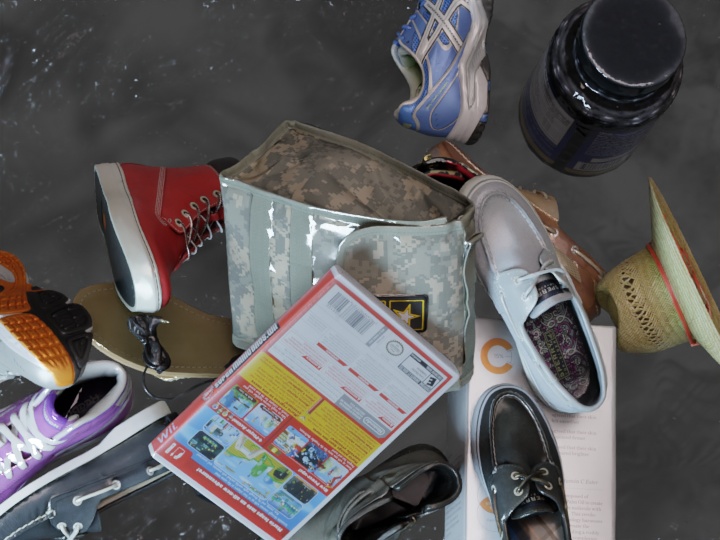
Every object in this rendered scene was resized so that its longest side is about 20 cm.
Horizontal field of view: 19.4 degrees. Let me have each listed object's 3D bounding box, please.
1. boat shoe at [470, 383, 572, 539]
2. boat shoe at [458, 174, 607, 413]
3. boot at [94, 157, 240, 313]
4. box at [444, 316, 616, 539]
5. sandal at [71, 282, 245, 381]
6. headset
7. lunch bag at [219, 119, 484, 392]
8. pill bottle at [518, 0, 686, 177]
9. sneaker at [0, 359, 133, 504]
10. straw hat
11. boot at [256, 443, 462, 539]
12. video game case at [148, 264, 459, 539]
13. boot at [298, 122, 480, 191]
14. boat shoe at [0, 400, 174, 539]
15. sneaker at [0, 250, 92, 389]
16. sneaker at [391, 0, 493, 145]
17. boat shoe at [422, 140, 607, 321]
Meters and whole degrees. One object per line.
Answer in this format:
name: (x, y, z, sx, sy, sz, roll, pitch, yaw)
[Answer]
boat shoe: (0.131, 0.181, 1.610, 0.068, 0.057, 0.202, -9, 77, -9)
boat shoe: (0.138, 0.019, 1.614, 0.070, 0.071, 0.202, -29, 103, -16)
boot: (-0.131, -0.035, 1.674, 0.143, 0.200, 0.073, -4, 119, -11)
box: (0.136, 0.147, 1.700, 0.123, 0.098, 0.202, 4, 76, -7)
sandal: (-0.144, 0.067, 1.701, 0.210, 0.070, 0.078, 8, 56, -28)
headset: (-0.107, 0.106, 1.635, 0.123, 0.200, 0.094, -41, 46, 7)
lunch bag: (0.000, 0.000, 1.628, 0.199, 0.165, 0.118, 19, 40, 26)
pill bottle: (0.201, -0.156, 1.733, 0.111, 0.200, 0.113, 2, 75, -7)
sneaker: (-0.266, 0.129, 1.641, 0.200, 0.114, 0.073, -36, 84, -14)
straw hat: (0.238, 0.025, 1.717, 0.085, 0.201, 0.202, -26, 80, 10)
boot: (-0.012, 0.199, 1.633, 0.199, 0.131, 0.068, -35, 89, 2)
video game case: (-0.041, 0.105, 1.586, 0.200, 0.017, 0.143, -44, 122, 10)
boot: (0.024, -0.069, 1.707, 0.203, 0.154, 0.074, 39, 69, 0)
boat shoe: (-0.218, 0.178, 1.652, 0.199, 0.076, 0.061, -34, 85, -16)
sneaker: (-0.267, 0.057, 1.637, 0.075, 0.200, 0.093, -4, 115, -32)
sneaker: (0.068, -0.209, 1.792, 0.076, 0.076, 0.202, 3, 74, -12)
boat shoe: (0.131, -0.033, 1.763, 0.072, 0.076, 0.200, -42, 93, -20)
